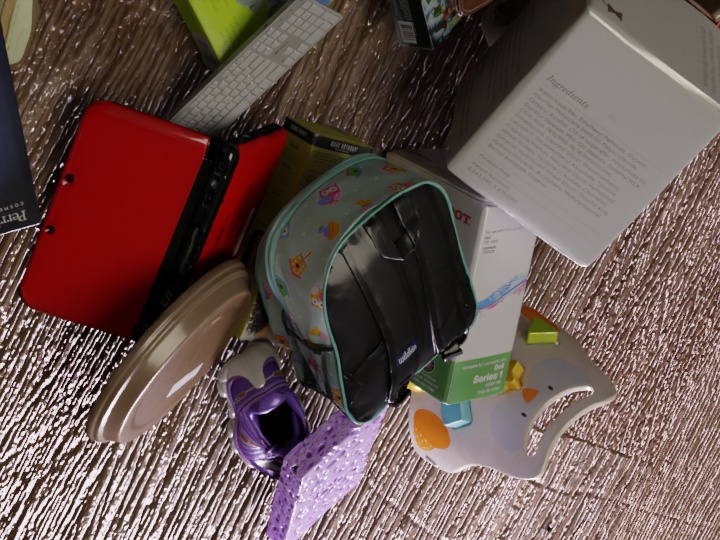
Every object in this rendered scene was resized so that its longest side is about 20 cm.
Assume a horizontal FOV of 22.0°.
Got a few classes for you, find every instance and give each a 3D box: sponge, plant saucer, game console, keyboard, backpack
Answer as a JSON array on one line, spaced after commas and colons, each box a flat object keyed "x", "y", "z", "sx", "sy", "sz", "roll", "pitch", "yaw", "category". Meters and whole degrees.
[{"x": -0.035, "y": 0.191, "z": 1.759, "sx": 0.111, "sy": 0.030, "sz": 0.201, "roll": -39, "pitch": 163, "yaw": -25, "category": "sponge"}, {"x": -0.159, "y": 0.075, "z": 1.592, "sx": 0.200, "sy": 0.029, "sz": 0.200, "roll": -49, "pitch": 172, "yaw": -10, "category": "plant saucer"}, {"x": -0.174, "y": -0.048, "z": 1.580, "sx": 0.201, "sy": 0.118, "sz": 0.172, "roll": -65, "pitch": 166, "yaw": 23, "category": "game console"}, {"x": -0.100, "y": -0.156, "z": 1.546, "sx": 0.200, "sy": 0.011, "sz": 0.056, "roll": -40, "pitch": 141, "yaw": 22, "category": "keyboard"}, {"x": 0.000, "y": 0.000, "z": 1.602, "sx": 0.175, "sy": 0.153, "sz": 0.201, "roll": -37, "pitch": 142, "yaw": -23, "category": "backpack"}]

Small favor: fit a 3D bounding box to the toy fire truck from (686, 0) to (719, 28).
[{"x": 0.303, "y": -0.219, "z": 1.776, "sx": 0.177, "sy": 0.128, "sz": 0.200, "roll": -54, "pitch": 156, "yaw": -2, "category": "toy fire truck"}]

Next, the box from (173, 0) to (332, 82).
[{"x": -0.066, "y": -0.266, "z": 1.552, "sx": 0.200, "sy": 0.048, "sz": 0.122, "roll": -41, "pitch": 134, "yaw": -15, "category": "box"}]

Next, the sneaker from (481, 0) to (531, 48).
[{"x": 0.203, "y": -0.238, "z": 1.778, "sx": 0.199, "sy": 0.078, "sz": 0.100, "roll": -26, "pitch": 135, "yaw": -16, "category": "sneaker"}]

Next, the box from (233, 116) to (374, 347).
[{"x": -0.061, "y": -0.033, "z": 1.679, "sx": 0.075, "sy": 0.050, "sz": 0.202, "roll": 9, "pitch": 106, "yaw": -41, "category": "box"}]

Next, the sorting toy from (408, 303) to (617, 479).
[{"x": 0.159, "y": 0.125, "z": 1.850, "sx": 0.200, "sy": 0.180, "sz": 0.107, "roll": -44, "pitch": 133, "yaw": -12, "category": "sorting toy"}]

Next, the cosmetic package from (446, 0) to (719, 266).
[{"x": 0.201, "y": -0.151, "z": 1.636, "sx": 0.164, "sy": 0.165, "sz": 0.200, "roll": 35, "pitch": 121, "yaw": -14, "category": "cosmetic package"}]

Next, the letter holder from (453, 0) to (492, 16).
[{"x": 0.087, "y": -0.309, "z": 1.520, "sx": 0.200, "sy": 0.100, "sz": 0.143, "roll": -43, "pitch": 135, "yaw": -42, "category": "letter holder"}]

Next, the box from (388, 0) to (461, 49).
[{"x": 0.062, "y": -0.313, "z": 1.605, "sx": 0.137, "sy": 0.040, "sz": 0.201, "roll": -51, "pitch": 138, "yaw": -37, "category": "box"}]

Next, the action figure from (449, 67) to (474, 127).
[{"x": 0.128, "y": -0.110, "z": 1.795, "sx": 0.065, "sy": 0.052, "sz": 0.201, "roll": -31, "pitch": 126, "yaw": -18, "category": "action figure"}]

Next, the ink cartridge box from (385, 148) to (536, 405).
[{"x": 0.080, "y": 0.001, "z": 1.743, "sx": 0.083, "sy": 0.144, "sz": 0.202, "roll": -7, "pitch": 117, "yaw": -40, "category": "ink cartridge box"}]

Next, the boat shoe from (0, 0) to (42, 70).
[{"x": -0.267, "y": -0.249, "z": 1.387, "sx": 0.076, "sy": 0.072, "sz": 0.202, "roll": 8, "pitch": 108, "yaw": -29, "category": "boat shoe"}]

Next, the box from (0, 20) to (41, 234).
[{"x": -0.349, "y": -0.115, "z": 1.326, "sx": 0.198, "sy": 0.123, "sz": 0.200, "roll": -17, "pitch": 124, "yaw": -17, "category": "box"}]

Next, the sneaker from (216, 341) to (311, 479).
[{"x": -0.082, "y": 0.151, "z": 1.715, "sx": 0.080, "sy": 0.084, "sz": 0.201, "roll": -29, "pitch": 147, "yaw": -6, "category": "sneaker"}]
